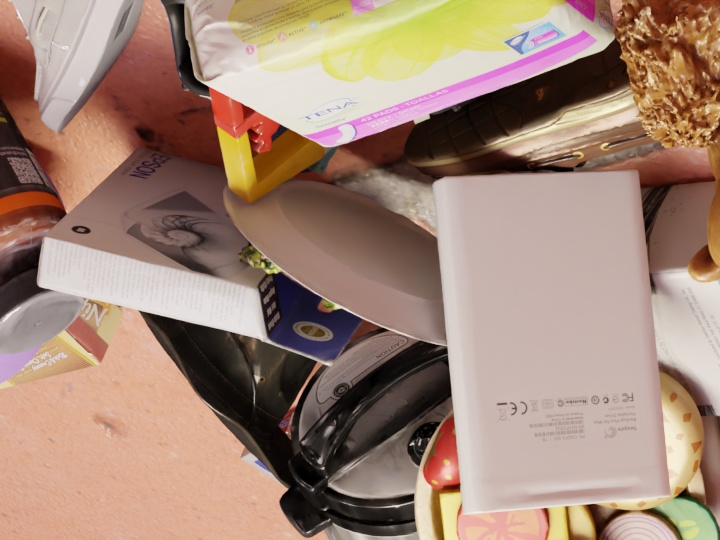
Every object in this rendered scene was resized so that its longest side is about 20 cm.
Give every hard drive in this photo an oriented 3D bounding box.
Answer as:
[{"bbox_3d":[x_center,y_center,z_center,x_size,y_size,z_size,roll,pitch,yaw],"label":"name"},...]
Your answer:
[{"bbox_3d":[0.116,0.042,1.616,0.131,0.202,0.026,-3,173,-20],"label":"hard drive"}]

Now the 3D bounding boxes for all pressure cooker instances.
[{"bbox_3d":[0.047,0.133,1.875,0.177,0.177,0.201,0,141,23],"label":"pressure cooker"}]

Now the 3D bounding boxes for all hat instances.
[{"bbox_3d":[-0.081,0.056,1.907,0.081,0.201,0.201,-40,123,3],"label":"hat"}]

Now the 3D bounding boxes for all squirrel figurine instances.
[{"bbox_3d":[0.214,-0.085,1.488,0.199,0.187,0.141,31,144,-14],"label":"squirrel figurine"}]

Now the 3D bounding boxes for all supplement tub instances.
[{"bbox_3d":[-0.258,-0.044,1.768,0.201,0.106,0.107,59,153,22],"label":"supplement tub"}]

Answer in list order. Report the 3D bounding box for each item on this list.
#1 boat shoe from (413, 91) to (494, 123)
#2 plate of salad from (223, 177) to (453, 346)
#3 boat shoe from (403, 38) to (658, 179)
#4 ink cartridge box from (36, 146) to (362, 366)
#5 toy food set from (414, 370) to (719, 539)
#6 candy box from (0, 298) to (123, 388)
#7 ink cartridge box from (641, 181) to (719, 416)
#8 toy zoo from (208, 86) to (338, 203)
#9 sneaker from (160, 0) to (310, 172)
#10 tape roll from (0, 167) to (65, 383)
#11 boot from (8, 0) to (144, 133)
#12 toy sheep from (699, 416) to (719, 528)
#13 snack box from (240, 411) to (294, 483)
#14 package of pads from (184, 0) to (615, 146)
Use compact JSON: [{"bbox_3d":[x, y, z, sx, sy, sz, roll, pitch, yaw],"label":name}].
[{"bbox_3d":[0.043,-0.176,1.572,0.067,0.072,0.201,-12,136,1],"label":"boat shoe"},{"bbox_3d":[0.000,0.000,1.678,0.199,0.200,0.048,25,110,-7],"label":"plate of salad"},{"bbox_3d":[0.115,-0.086,1.637,0.199,0.072,0.068,-15,130,37],"label":"boat shoe"},{"bbox_3d":[-0.085,-0.015,1.738,0.199,0.200,0.041,15,112,8],"label":"ink cartridge box"},{"bbox_3d":[0.134,0.159,1.745,0.198,0.049,0.200,-6,103,7],"label":"toy food set"},{"bbox_3d":[-0.290,0.034,2.017,0.199,0.056,0.115,-15,132,39],"label":"candy box"},{"bbox_3d":[0.211,0.020,1.719,0.199,0.085,0.146,-3,138,32],"label":"ink cartridge box"},{"bbox_3d":[-0.036,-0.127,1.615,0.020,0.131,0.201,35,153,30],"label":"toy zoo"},{"bbox_3d":[-0.078,-0.127,1.666,0.078,0.090,0.200,-1,139,30],"label":"sneaker"},{"bbox_3d":[-0.303,-0.010,1.838,0.199,0.201,0.066,21,144,-1],"label":"tape roll"},{"bbox_3d":[-0.193,-0.174,1.694,0.095,0.074,0.200,35,142,1],"label":"boot"},{"bbox_3d":[0.225,0.128,1.820,0.199,0.139,0.138,-17,132,21],"label":"toy sheep"},{"bbox_3d":[0.005,0.179,2.087,0.199,0.024,0.072,34,144,-19],"label":"snack box"},{"bbox_3d":[0.020,-0.140,1.467,0.199,0.069,0.154,-20,159,23],"label":"package of pads"}]
